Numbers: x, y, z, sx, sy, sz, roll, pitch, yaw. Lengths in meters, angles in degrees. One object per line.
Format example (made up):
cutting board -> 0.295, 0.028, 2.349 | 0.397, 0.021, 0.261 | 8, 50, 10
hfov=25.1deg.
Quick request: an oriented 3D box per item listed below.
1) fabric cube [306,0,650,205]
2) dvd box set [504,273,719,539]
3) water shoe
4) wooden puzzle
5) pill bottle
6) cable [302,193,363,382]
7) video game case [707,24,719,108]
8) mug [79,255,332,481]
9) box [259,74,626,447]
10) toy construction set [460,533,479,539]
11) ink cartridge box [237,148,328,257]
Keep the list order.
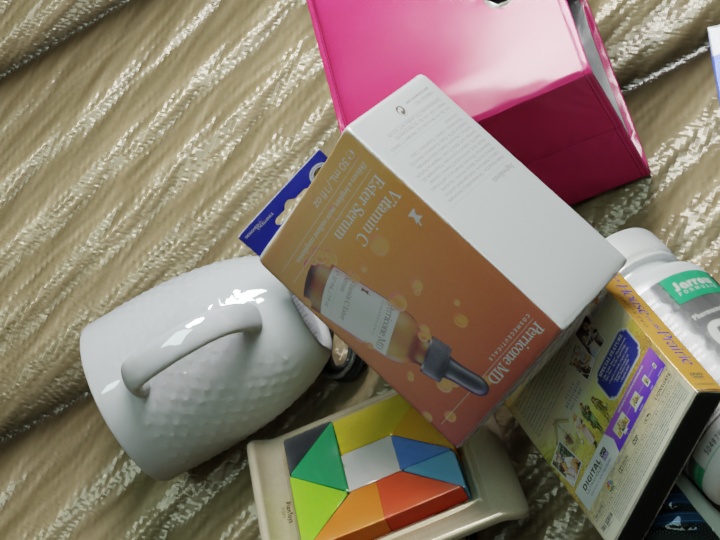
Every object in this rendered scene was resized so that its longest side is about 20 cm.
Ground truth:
fabric cube -> 0.094, -0.158, 1.310 | 0.198, 0.200, 0.197 | -21, 62, 15
dvd box set -> 0.168, 0.080, 1.168 | 0.200, 0.029, 0.147 | 54, 132, 45
water shoe -> 0.209, 0.187, 1.173 | 0.079, 0.072, 0.200 | -30, 54, -29
wooden puzzle -> 0.014, 0.155, 1.245 | 0.199, 0.037, 0.185 | -19, 34, 1
pill bottle -> 0.242, 0.067, 1.196 | 0.113, 0.113, 0.200 | -41, 55, 2
cable -> -0.027, -0.007, 1.385 | 0.097, 0.050, 0.201 | 2, 69, 29
video game case -> 0.376, -0.119, 1.262 | 0.180, 0.045, 0.201 | -13, 64, 19
mug -> -0.125, 0.067, 1.310 | 0.175, 0.200, 0.148 | -28, 79, 9
box -> 0.056, -0.006, 1.138 | 0.200, 0.106, 0.152 | 43, 132, 8
toy construction set -> 0.029, 0.254, 1.233 | 0.131, 0.092, 0.201 | -42, 47, 31
ink cartridge box -> 0.000, 0.000, 1.285 | 0.095, 0.200, 0.037 | -47, 36, 0
